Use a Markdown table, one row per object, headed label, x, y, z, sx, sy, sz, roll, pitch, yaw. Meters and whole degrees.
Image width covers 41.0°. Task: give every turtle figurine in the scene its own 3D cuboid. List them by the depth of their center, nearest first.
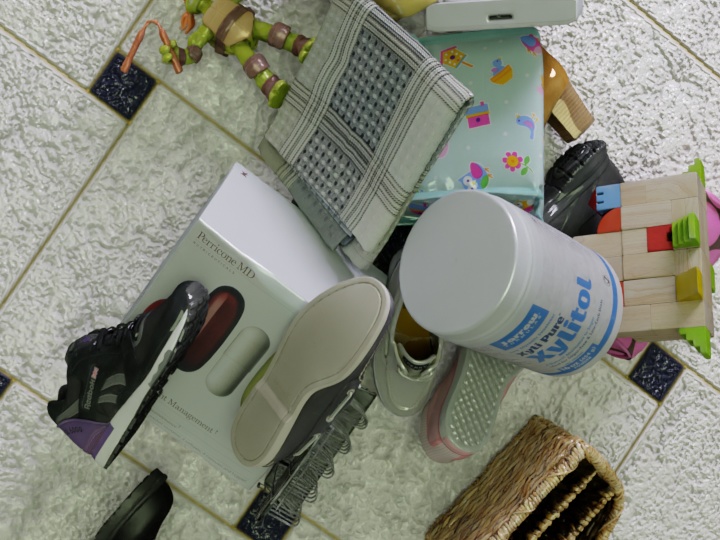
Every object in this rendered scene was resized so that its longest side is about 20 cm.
| label | x | y | z | sx | sy | sz | roll | pitch | yaw |
| --- | --- | --- | --- | --- | --- | --- | --- | --- | --- |
| turtle figurine | -0.128 | -0.231 | 0.955 | 0.161 | 0.065 | 0.201 | 38 | 76 | 10 |

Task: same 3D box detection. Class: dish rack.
| label | x | y | z | sx | sy | sz | roll | pitch | yaw |
| --- | --- | --- | --- | --- | --- | --- | --- | --- | --- |
| dish rack | -0.044 | 0.177 | 0.932 | 0.054 | 0.200 | 0.155 | 34 | 88 | -1 |

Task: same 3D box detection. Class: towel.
| label | x | y | z | sx | sy | sz | roll | pitch | yaw |
| --- | --- | --- | --- | --- | --- | --- | --- | --- | --- |
| towel | -0.009 | -0.130 | 0.875 | 0.193 | 0.034 | 0.201 | 49 | 123 | 29 |

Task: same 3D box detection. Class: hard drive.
| label | x | y | z | sx | sy | sz | roll | pitch | yaw |
| --- | --- | --- | --- | --- | --- | --- | --- | --- | --- |
| hard drive | 0.143 | -0.248 | 0.915 | 0.129 | 0.200 | 0.027 | 0 | 106 | 14 |

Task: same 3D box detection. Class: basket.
| label | x | y | z | sx | sy | sz | roll | pitch | yaw |
| --- | --- | --- | --- | --- | --- | --- | --- | --- | --- |
| basket | 0.186 | 0.276 | 0.998 | 0.200 | 0.149 | 0.143 | -45 | 99 | -5 |

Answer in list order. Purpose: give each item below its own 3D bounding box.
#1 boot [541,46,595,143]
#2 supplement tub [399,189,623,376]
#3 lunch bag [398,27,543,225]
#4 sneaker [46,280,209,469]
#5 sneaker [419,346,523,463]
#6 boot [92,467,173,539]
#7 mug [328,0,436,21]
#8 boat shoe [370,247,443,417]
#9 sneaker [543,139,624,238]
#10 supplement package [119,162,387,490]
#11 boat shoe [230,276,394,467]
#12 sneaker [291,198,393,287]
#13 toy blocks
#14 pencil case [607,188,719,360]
| label | x | y | z | sx | sy | sz | roll | pitch | yaw |
| --- | --- | --- | --- | --- | --- | --- | --- | --- | --- |
| boot | 0.137 | -0.150 | 1.011 | 0.201 | 0.071 | 0.144 | -44 | 93 | -7 |
| supplement tub | 0.142 | 0.017 | 0.881 | 0.199 | 0.131 | 0.134 | 20 | 90 | -46 |
| lunch bag | 0.078 | -0.133 | 0.925 | 0.196 | 0.122 | 0.174 | 1 | 76 | 12 |
| sneaker | -0.204 | 0.076 | 0.808 | 0.087 | 0.076 | 0.201 | 35 | 114 | -2 |
| sneaker | 0.121 | 0.118 | 1.024 | 0.075 | 0.105 | 0.202 | 32 | 59 | -1 |
| boot | -0.207 | 0.321 | 0.971 | 0.157 | 0.079 | 0.213 | 33 | 99 | -2 |
| mug | 0.029 | -0.314 | 0.927 | 0.152 | 0.187 | 0.151 | -34 | 96 | 3 |
| boat shoe | 0.051 | 0.077 | 0.961 | 0.070 | 0.070 | 0.203 | 3 | 123 | -7 |
| sneaker | 0.207 | -0.044 | 1.023 | 0.200 | 0.076 | 0.091 | -43 | 109 | 0 |
| supplement package | -0.110 | 0.052 | 0.903 | 0.190 | 0.148 | 0.201 | 36 | 114 | -9 |
| boat shoe | -0.032 | 0.086 | 0.808 | 0.201 | 0.062 | 0.073 | -51 | 55 | 19 |
| sneaker | 0.000 | 0.000 | 0.985 | 0.073 | 0.082 | 0.200 | -43 | 100 | -6 |
| toy blocks | 0.274 | -0.008 | 0.958 | 0.135 | 0.100 | 0.204 | -6 | 71 | 29 |
| pencil case | 0.315 | -0.003 | 1.034 | 0.093 | 0.091 | 0.200 | 41 | 84 | -2 |
